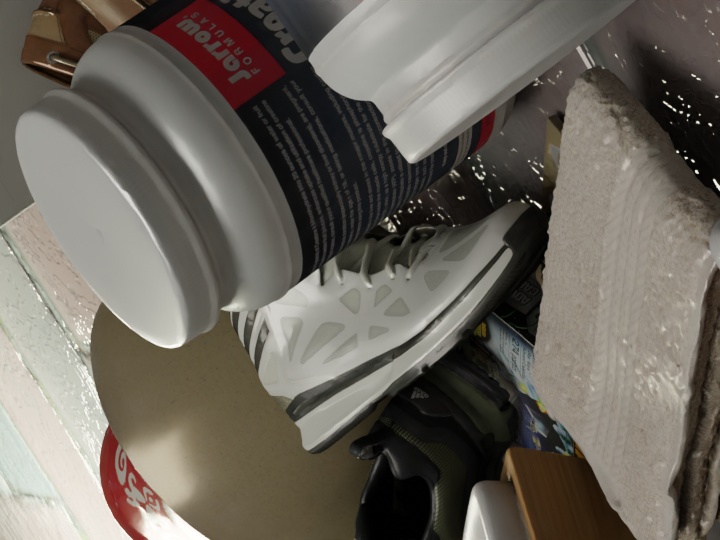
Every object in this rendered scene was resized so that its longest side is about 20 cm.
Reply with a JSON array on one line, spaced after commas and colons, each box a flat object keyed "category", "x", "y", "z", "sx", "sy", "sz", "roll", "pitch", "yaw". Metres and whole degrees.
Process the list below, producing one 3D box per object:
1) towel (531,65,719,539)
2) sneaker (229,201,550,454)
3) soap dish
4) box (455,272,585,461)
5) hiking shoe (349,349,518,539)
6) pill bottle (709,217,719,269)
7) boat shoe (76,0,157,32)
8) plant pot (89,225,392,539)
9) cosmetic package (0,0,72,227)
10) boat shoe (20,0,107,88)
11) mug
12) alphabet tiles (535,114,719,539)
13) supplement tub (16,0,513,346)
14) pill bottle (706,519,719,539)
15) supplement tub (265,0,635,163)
[{"category": "towel", "x": 0.118, "y": 0.024, "z": 1.048, "sx": 0.133, "sy": 0.034, "sz": 0.201, "roll": -123, "pitch": 25, "yaw": -42}, {"category": "sneaker", "x": 0.000, "y": 0.000, "z": 1.179, "sx": 0.116, "sy": 0.076, "sz": 0.200, "roll": 50, "pitch": 131, "yaw": 1}, {"category": "soap dish", "x": 0.110, "y": 0.197, "z": 1.159, "sx": 0.158, "sy": 0.081, "sz": 0.201, "roll": 91, "pitch": 165, "yaw": -66}, {"category": "box", "x": 0.101, "y": 0.086, "z": 1.282, "sx": 0.137, "sy": 0.040, "sz": 0.201, "roll": 39, "pitch": 154, "yaw": 30}, {"category": "hiking shoe", "x": 0.039, "y": 0.134, "z": 1.288, "sx": 0.076, "sy": 0.100, "sz": 0.201, "roll": 35, "pitch": 151, "yaw": 44}, {"category": "pill bottle", "x": 0.223, "y": 0.039, "z": 0.868, "sx": 0.201, "sy": 0.112, "sz": 0.112, "roll": 55, "pitch": 158, "yaw": -5}, {"category": "boat shoe", "x": -0.080, "y": -0.107, "z": 1.212, "sx": 0.199, "sy": 0.074, "sz": 0.076, "roll": 29, "pitch": 167, "yaw": -28}, {"category": "plant pot", "x": -0.030, "y": 0.045, "z": 1.332, "sx": 0.134, "sy": 0.200, "sz": 0.201, "roll": -41, "pitch": 84, "yaw": 32}, {"category": "cosmetic package", "x": -0.184, "y": -0.104, "z": 1.368, "sx": 0.113, "sy": 0.200, "sz": 0.081, "roll": 53, "pitch": 160, "yaw": -7}, {"category": "boat shoe", "x": -0.096, "y": -0.089, "z": 1.321, "sx": 0.199, "sy": 0.072, "sz": 0.076, "roll": 31, "pitch": 169, "yaw": -1}, {"category": "mug", "x": -0.063, "y": 0.111, "z": 1.592, "sx": 0.200, "sy": 0.176, "sz": 0.134, "roll": 141, "pitch": 129, "yaw": -64}, {"category": "alphabet tiles", "x": 0.128, "y": 0.025, "z": 1.084, "sx": 0.200, "sy": 0.006, "sz": 0.167, "roll": -124, "pitch": 25, "yaw": -44}, {"category": "supplement tub", "x": -0.041, "y": -0.072, "z": 1.102, "sx": 0.140, "sy": 0.200, "sz": 0.141, "roll": 43, "pitch": 155, "yaw": 25}, {"category": "pill bottle", "x": 0.223, "y": 0.204, "z": 1.113, "sx": 0.109, "sy": 0.109, "sz": 0.201, "roll": 11, "pitch": 134, "yaw": 59}, {"category": "supplement tub", "x": 0.010, "y": -0.159, "z": 0.968, "sx": 0.200, "sy": 0.140, "sz": 0.140, "roll": 54, "pitch": 158, "yaw": 1}]
